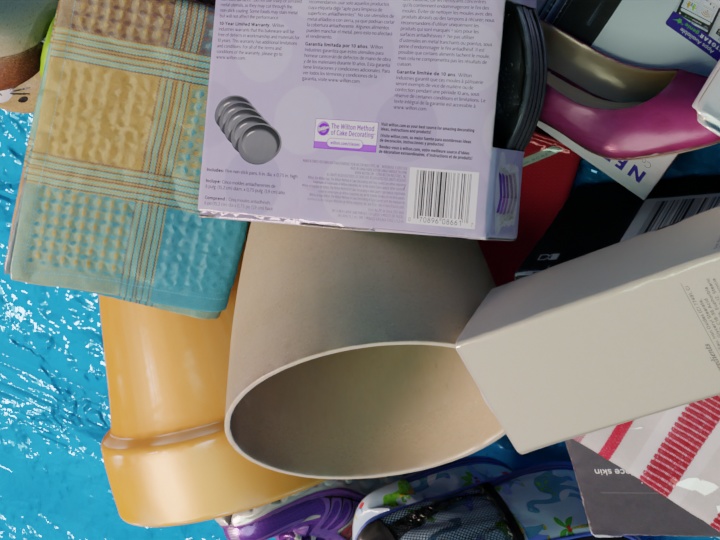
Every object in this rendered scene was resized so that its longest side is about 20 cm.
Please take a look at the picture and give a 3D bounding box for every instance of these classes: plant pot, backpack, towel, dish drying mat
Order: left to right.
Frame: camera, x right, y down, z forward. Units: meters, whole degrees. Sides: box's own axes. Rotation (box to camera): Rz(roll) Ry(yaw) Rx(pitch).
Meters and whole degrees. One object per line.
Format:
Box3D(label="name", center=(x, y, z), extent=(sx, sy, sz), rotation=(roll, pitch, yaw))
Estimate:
Box3D(label="towel", center=(-0.134, -0.074, 1.163), extent=(0.145, 0.022, 0.202), rotation=(12, 110, -6))
Box3D(label="plant pot", center=(-0.098, 0.053, 1.293), extent=(0.199, 0.200, 0.185), rotation=(-11, 100, 34))
Box3D(label="plant pot", center=(0.000, 0.000, 1.170), extent=(0.185, 0.202, 0.188), rotation=(-6, 151, -3))
Box3D(label="dish drying mat", center=(0.083, -0.008, 1.225), extent=(0.076, 0.018, 0.202), rotation=(22, 119, 11))
Box3D(label="backpack", center=(0.092, 0.219, 1.293), extent=(0.147, 0.198, 0.184), rotation=(-123, 25, -49))
Box3D(label="towel", center=(0.208, 0.089, 1.086), extent=(0.199, 0.023, 0.145), rotation=(32, 132, 7))

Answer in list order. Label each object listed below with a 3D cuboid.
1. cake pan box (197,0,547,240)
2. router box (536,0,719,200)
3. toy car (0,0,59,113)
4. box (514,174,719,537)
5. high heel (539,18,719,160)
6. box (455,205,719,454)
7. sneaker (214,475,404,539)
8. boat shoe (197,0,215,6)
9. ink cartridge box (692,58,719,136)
Box3D(label="cake pan box", center=(0.006, -0.115, 1.062), extent=(0.198, 0.052, 0.186), rotation=(4, 93, 27))
Box3D(label="router box", center=(0.136, -0.167, 1.088), extent=(0.199, 0.049, 0.180), rotation=(35, 132, 4))
Box3D(label="toy car", center=(-0.240, -0.145, 1.264), extent=(0.163, 0.159, 0.201), rotation=(19, 141, 4))
Box3D(label="box", center=(0.224, 0.053, 1.143), extent=(0.195, 0.118, 0.202), rotation=(-3, 118, 31))
Box3D(label="high heel", center=(0.127, -0.117, 1.052), extent=(0.198, 0.067, 0.097), rotation=(1, 119, 26))
Box3D(label="box", center=(0.157, 0.028, 1.010), extent=(0.199, 0.068, 0.083), rotation=(-19, 110, 35))
Box3D(label="sneaker", center=(-0.024, 0.184, 1.325), extent=(0.080, 0.199, 0.084), rotation=(-12, 77, 35))
Box3D(label="boat shoe", center=(-0.025, -0.144, 1.162), extent=(0.199, 0.070, 0.071), rotation=(25, 143, 25))
Box3D(label="ink cartridge box", center=(0.279, -0.128, 0.952), extent=(0.144, 0.083, 0.201), rotation=(33, 100, 5))
